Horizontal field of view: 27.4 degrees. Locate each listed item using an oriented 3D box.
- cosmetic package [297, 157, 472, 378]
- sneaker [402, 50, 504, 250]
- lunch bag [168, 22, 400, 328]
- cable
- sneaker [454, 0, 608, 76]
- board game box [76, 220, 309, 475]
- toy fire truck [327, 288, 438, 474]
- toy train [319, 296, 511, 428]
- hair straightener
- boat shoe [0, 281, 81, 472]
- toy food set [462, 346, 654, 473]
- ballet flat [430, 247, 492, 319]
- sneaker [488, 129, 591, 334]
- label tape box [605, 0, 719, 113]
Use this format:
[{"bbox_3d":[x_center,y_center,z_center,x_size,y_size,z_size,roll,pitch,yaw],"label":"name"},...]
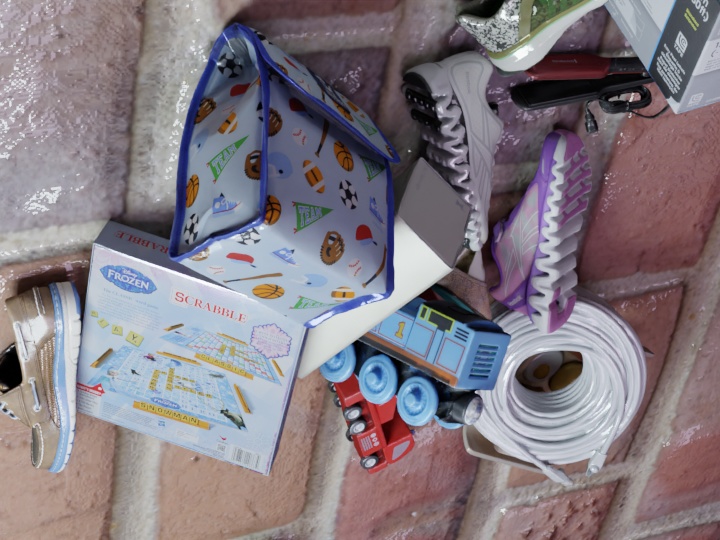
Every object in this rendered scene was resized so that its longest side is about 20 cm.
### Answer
[{"bbox_3d":[0.000,0.000,1.318,0.073,0.104,0.200,43,123,-14],"label":"cosmetic package"},{"bbox_3d":[0.098,-0.106,1.340,0.081,0.075,0.202,-30,130,-21],"label":"sneaker"},{"bbox_3d":[-0.055,-0.083,1.197,0.123,0.202,0.169,-20,145,33],"label":"lunch bag"},{"bbox_3d":[0.203,0.109,1.555,0.199,0.069,0.201,29,114,-12],"label":"cable"},{"bbox_3d":[0.155,-0.250,1.228,0.088,0.077,0.200,23,125,-32],"label":"sneaker"},{"bbox_3d":[-0.152,0.073,1.322,0.198,0.041,0.201,19,127,2],"label":"board game box"},{"bbox_3d":[0.041,0.118,1.540,0.140,0.049,0.201,-25,138,-7],"label":"toy fire truck"},{"bbox_3d":[0.045,0.073,1.403,0.086,0.199,0.115,12,100,-52],"label":"toy train"},{"bbox_3d":[0.227,-0.170,1.388,0.198,0.041,0.078,-10,134,-26],"label":"hair straightener"},{"bbox_3d":[-0.295,0.097,1.330,0.071,0.072,0.202,-3,121,-20],"label":"boat shoe"},{"bbox_3d":[0.222,0.144,1.654,0.143,0.061,0.201,18,119,-39],"label":"toy food set"},{"bbox_3d":[0.079,-0.011,1.432,0.199,0.068,0.068,31,92,-45],"label":"ballet flat"},{"bbox_3d":[0.169,-0.041,1.442,0.080,0.088,0.203,-23,125,-52],"label":"sneaker"},{"bbox_3d":[0.278,-0.251,1.220,0.065,0.144,0.201,-17,151,-15],"label":"label tape box"}]
